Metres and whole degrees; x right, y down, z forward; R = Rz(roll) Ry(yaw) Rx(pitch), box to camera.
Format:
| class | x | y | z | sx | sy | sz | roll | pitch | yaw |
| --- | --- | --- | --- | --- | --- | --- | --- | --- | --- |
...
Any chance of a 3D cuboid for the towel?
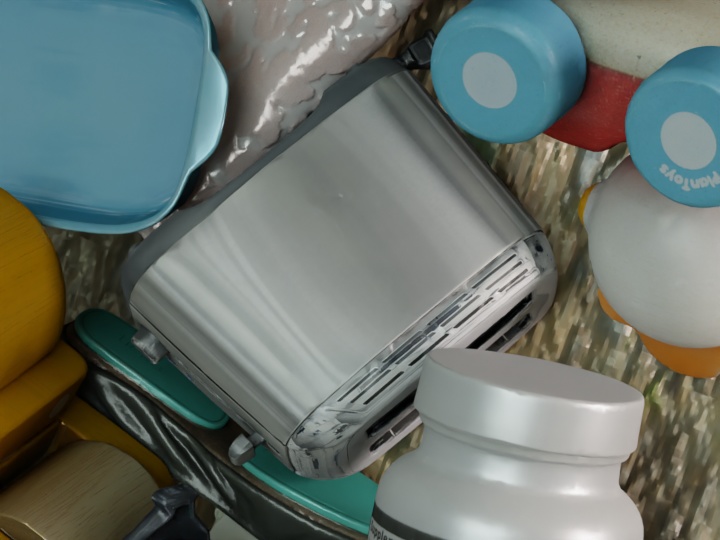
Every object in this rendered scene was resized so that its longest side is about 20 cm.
| class | x | y | z | sx | sy | sz | roll | pitch | yaw |
| --- | --- | --- | --- | --- | --- | --- | --- | --- | --- |
| towel | -0.066 | -0.137 | 1.295 | 0.200 | 0.032 | 0.191 | -45 | 52 | 13 |

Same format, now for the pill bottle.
| class | x | y | z | sx | sy | sz | roll | pitch | yaw |
| --- | --- | --- | --- | --- | --- | --- | --- | --- | --- |
| pill bottle | 0.056 | 0.141 | 1.166 | 0.116 | 0.116 | 0.200 | 13 | 98 | 21 |

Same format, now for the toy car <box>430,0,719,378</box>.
| class | x | y | z | sx | sy | sz | roll | pitch | yaw |
| --- | --- | --- | --- | --- | --- | --- | --- | --- | --- |
| toy car | 0.132 | -0.041 | 1.202 | 0.177 | 0.184 | 0.200 | 19 | 123 | 23 |

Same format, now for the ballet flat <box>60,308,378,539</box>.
| class | x | y | z | sx | sy | sz | roll | pitch | yaw |
| --- | --- | --- | --- | --- | --- | --- | --- | --- | --- |
| ballet flat | -0.067 | 0.094 | 1.295 | 0.200 | 0.068 | 0.068 | 34 | 113 | 14 |

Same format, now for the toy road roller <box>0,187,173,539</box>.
| class | x | y | z | sx | sy | sz | roll | pitch | yaw |
| --- | --- | --- | --- | --- | --- | --- | --- | --- | --- |
| toy road roller | -0.169 | 0.057 | 1.221 | 0.200 | 0.123 | 0.146 | 38 | 126 | 10 |

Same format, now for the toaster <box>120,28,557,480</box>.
| class | x | y | z | sx | sy | sz | roll | pitch | yaw |
| --- | --- | --- | --- | --- | --- | --- | --- | --- | --- |
| toaster | 0.000 | 0.000 | 1.244 | 0.200 | 0.114 | 0.129 | -39 | 77 | -10 |

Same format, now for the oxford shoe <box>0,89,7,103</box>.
| class | x | y | z | sx | sy | sz | roll | pitch | yaw |
| --- | --- | --- | --- | --- | --- | --- | --- | --- | --- |
| oxford shoe | -0.191 | -0.152 | 1.338 | 0.073 | 0.071 | 0.200 | -14 | 79 | 28 |

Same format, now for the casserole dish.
| class | x | y | z | sx | sy | sz | roll | pitch | yaw |
| --- | --- | --- | --- | --- | --- | --- | --- | --- | --- |
| casserole dish | -0.145 | -0.082 | 1.256 | 0.200 | 0.039 | 0.121 | 9 | 89 | 23 |

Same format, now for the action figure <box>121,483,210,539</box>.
| class | x | y | z | sx | sy | sz | roll | pitch | yaw |
| --- | --- | --- | --- | --- | --- | --- | --- | --- | --- |
| action figure | -0.070 | 0.209 | 1.213 | 0.105 | 0.193 | 0.200 | 19 | 135 | 34 |
